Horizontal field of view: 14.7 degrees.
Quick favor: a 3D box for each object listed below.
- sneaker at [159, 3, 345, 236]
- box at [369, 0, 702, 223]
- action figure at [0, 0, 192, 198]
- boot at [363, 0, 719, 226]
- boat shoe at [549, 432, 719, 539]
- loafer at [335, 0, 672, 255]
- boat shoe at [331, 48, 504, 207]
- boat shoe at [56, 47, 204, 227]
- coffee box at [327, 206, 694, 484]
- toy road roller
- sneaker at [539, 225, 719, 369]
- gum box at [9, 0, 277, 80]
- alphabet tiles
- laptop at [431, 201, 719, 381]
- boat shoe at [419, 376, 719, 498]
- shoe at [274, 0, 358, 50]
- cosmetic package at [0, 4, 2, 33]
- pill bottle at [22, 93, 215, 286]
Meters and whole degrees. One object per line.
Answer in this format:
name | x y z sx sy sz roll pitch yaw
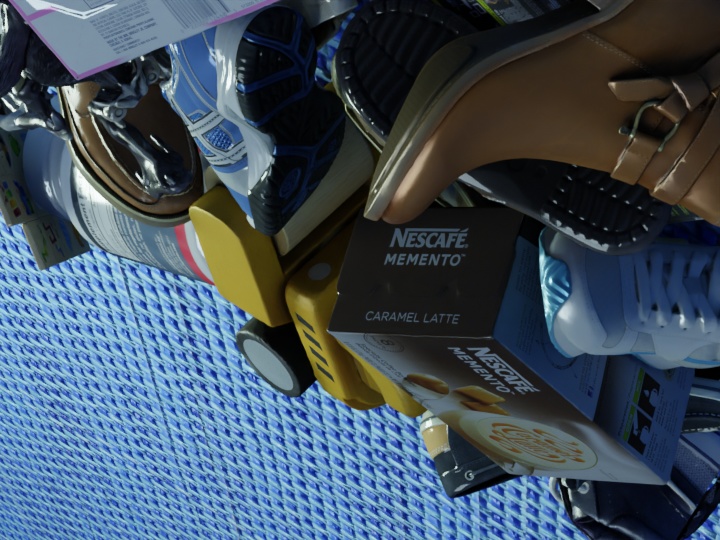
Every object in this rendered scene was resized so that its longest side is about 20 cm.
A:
sneaker | -0.061 -0.092 1.516 0.077 0.076 0.200 29 155 22
box | 0.112 -0.105 1.427 0.200 0.044 0.160 44 160 -18
action figure | -0.154 -0.118 1.527 0.102 0.119 0.200 31 173 42
boot | 0.109 -0.066 1.319 0.155 0.200 0.074 36 -162 -13
boat shoe | 0.141 0.107 1.779 0.200 0.093 0.075 33 160 7
loafer | 0.072 -0.065 1.406 0.200 0.073 0.071 38 -179 19
boat shoe | 0.065 -0.067 1.564 0.200 0.074 0.066 43 172 -13
boat shoe | -0.150 -0.118 1.686 0.200 0.072 0.068 59 153 27
coffee box | 0.087 0.043 1.552 0.114 0.080 0.200 1 154 36
toy road roller | 0.000 0.000 1.680 0.146 0.123 0.200 29 152 38
sneaker | 0.159 0.010 1.484 0.081 0.077 0.200 -10 170 31
gum box | -0.076 -0.176 1.364 0.200 0.114 0.066 -17 124 36
alphabet tiles | -0.231 -0.084 1.883 0.200 0.006 0.167 -37 -75 -80
laptop | 0.128 -0.001 1.682 0.200 0.103 0.177 59 163 13
boat shoe | 0.137 0.102 1.687 0.200 0.062 0.075 -7 165 -5
shoe | -0.042 -0.140 1.540 0.053 0.070 0.200 56 163 2
cosmetic package | -0.220 -0.206 1.648 0.200 0.113 0.081 12 149 51
pill bottle | -0.123 -0.060 1.800 0.200 0.120 0.120 16 152 45
